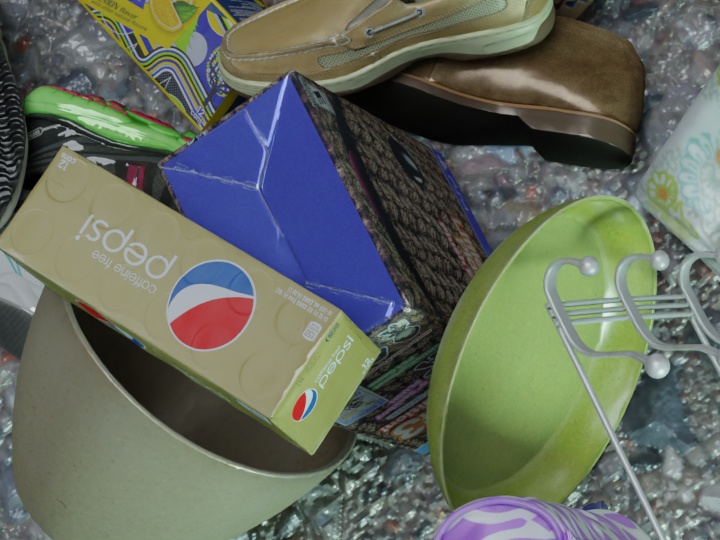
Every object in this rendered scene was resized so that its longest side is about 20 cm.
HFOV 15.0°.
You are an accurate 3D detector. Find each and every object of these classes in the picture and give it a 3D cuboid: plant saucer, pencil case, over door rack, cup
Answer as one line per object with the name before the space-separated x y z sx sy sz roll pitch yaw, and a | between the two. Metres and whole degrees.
plant saucer | 0.095 0.049 1.506 0.031 0.200 0.201 22 81 33
pencil case | 0.105 0.164 1.468 0.085 0.200 0.084 -6 82 22
over door rack | 0.185 0.082 1.474 0.066 0.147 0.201 -25 76 38
cup | -0.121 0.089 1.580 0.200 0.200 0.143 51 120 24

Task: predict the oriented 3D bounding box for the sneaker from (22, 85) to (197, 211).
sneaker | -0.127 -0.048 1.681 0.200 0.077 0.084 23 99 25

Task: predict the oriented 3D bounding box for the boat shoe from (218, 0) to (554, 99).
boat shoe | 0.010 -0.156 1.584 0.199 0.076 0.072 -15 48 1

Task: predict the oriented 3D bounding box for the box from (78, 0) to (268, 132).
box | -0.124 -0.173 1.704 0.200 0.064 0.070 47 112 24

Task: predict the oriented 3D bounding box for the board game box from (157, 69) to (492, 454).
board game box | 0.000 0.000 1.540 0.097 0.200 0.160 -34 67 16

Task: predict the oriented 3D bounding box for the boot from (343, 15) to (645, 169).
boot | 0.072 -0.117 1.634 0.199 0.074 0.076 12 75 10

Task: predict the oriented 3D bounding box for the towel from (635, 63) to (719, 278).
towel | 0.263 -0.064 1.528 0.171 0.048 0.200 45 116 23

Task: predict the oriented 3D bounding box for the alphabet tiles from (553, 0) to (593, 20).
alphabet tiles | 0.074 -0.200 1.589 0.200 0.166 0.006 -46 28 39

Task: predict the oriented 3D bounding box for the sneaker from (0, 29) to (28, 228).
sneaker | -0.244 -0.100 1.713 0.070 0.093 0.200 -12 66 -3

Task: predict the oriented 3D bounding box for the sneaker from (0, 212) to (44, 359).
sneaker | -0.234 -0.002 1.697 0.200 0.071 0.080 19 55 32

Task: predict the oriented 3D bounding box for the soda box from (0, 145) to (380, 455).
soda box | -0.091 0.014 1.428 0.200 0.064 0.068 31 83 28
